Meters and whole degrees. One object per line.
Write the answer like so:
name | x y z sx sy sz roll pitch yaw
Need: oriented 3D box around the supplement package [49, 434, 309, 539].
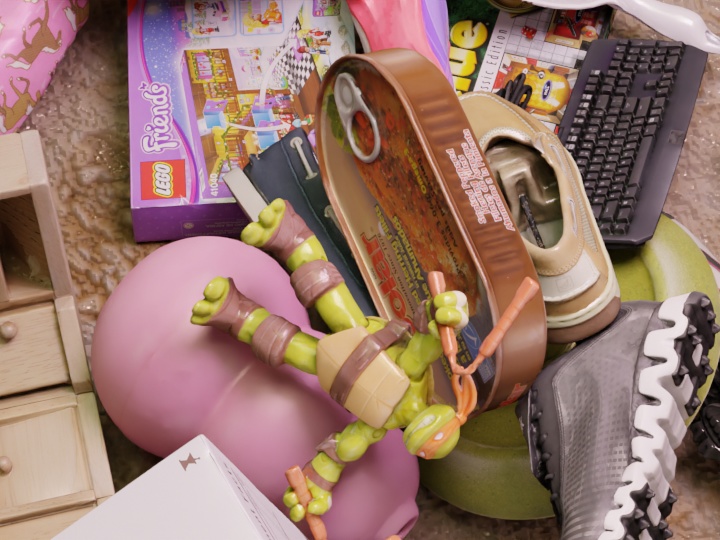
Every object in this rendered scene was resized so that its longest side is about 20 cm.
supplement package | -0.064 0.183 1.466 0.109 0.200 0.114 -35 61 2

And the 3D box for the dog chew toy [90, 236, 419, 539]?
dog chew toy | -0.049 0.074 1.602 0.200 0.125 0.124 40 66 15

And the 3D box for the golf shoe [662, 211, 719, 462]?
golf shoe | 0.205 0.045 1.649 0.088 0.077 0.200 3 41 -35

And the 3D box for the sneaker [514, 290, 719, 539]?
sneaker | 0.117 0.097 1.519 0.090 0.067 0.201 6 60 24

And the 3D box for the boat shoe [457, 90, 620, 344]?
boat shoe | 0.083 -0.048 1.576 0.071 0.076 0.200 -28 39 -3

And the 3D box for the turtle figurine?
turtle figurine | 0.002 0.038 1.504 0.161 0.200 0.064 42 33 14

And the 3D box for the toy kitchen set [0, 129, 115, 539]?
toy kitchen set | -0.220 0.073 1.564 0.162 0.181 0.201 -12 54 -5

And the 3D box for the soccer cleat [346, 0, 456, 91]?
soccer cleat | 0.032 -0.108 1.723 0.066 0.076 0.201 -21 69 26

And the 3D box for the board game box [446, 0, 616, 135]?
board game box | 0.084 -0.108 1.768 0.104 0.024 0.201 11 58 11

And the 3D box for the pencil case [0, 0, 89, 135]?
pencil case | -0.239 -0.102 1.737 0.086 0.083 0.201 -9 43 50

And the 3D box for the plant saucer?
plant saucer | 0.098 0.038 1.624 0.199 0.031 0.201 -15 54 21

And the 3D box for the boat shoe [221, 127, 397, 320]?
boat shoe | 0.000 0.000 1.632 0.062 0.075 0.200 -39 54 -2

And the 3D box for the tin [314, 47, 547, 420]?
tin | 0.035 -0.020 1.540 0.042 0.112 0.201 -14 72 -32

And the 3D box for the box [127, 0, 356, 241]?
box | -0.069 -0.113 1.764 0.136 0.039 0.201 -2 58 -1

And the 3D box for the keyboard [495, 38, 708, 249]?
keyboard | 0.120 -0.073 1.679 0.126 0.021 0.200 -3 35 20

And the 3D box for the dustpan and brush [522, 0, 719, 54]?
dustpan and brush | 0.129 -0.182 1.765 0.199 0.058 0.140 20 35 12
